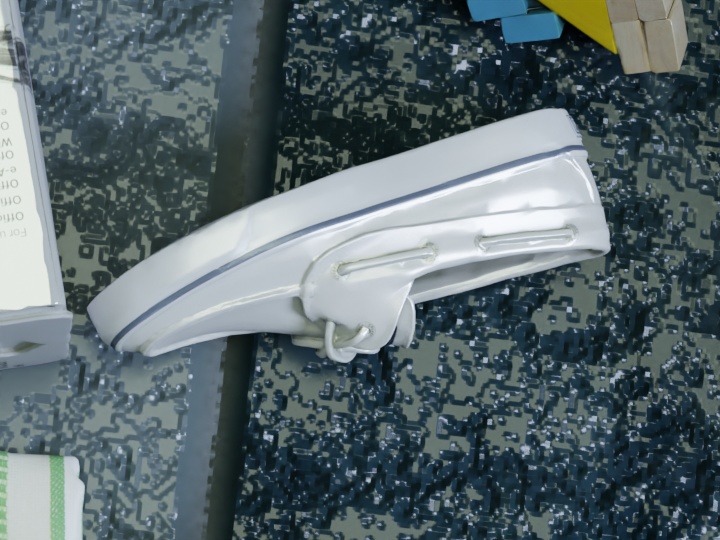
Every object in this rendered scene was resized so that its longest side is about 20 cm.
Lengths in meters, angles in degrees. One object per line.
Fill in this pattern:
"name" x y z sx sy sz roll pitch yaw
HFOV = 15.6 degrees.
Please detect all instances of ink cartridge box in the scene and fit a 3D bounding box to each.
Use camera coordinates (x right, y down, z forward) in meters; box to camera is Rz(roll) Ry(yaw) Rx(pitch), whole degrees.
"ink cartridge box" -0.159 -0.067 0.927 0.083 0.145 0.201 -9 83 -8

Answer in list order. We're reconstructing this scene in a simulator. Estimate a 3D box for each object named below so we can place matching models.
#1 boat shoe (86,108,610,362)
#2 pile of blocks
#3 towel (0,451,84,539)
"boat shoe" 0.000 0.000 0.975 0.199 0.074 0.066 -21 80 -9
"pile of blocks" 0.046 -0.147 1.019 0.200 0.082 0.062 39 35 -10
"towel" -0.198 0.141 0.955 0.199 0.023 0.153 -2 81 -6
